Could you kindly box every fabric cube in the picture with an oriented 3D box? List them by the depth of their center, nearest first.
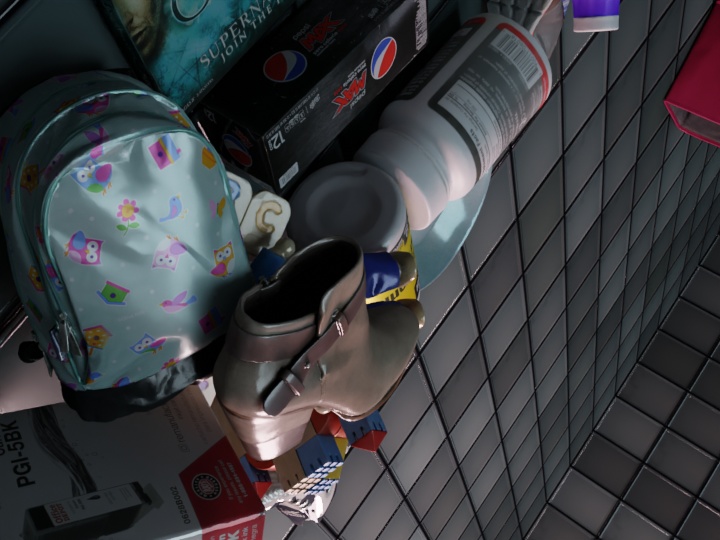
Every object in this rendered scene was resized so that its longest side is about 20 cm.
[{"bbox_3d":[0.702,-0.338,1.713,0.199,0.194,0.203,16,102,-62],"label":"fabric cube"}]

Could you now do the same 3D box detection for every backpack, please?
[{"bbox_3d":[-0.139,-0.021,0.574,0.165,0.126,0.204,-31,129,-28],"label":"backpack"}]

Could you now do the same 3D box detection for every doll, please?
[{"bbox_3d":[-0.039,0.042,0.724,0.197,0.048,0.140,-11,92,-33],"label":"doll"}]

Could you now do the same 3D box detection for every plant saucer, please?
[{"bbox_3d":[0.078,-0.072,1.041,0.201,0.038,0.203,-43,150,-32],"label":"plant saucer"}]

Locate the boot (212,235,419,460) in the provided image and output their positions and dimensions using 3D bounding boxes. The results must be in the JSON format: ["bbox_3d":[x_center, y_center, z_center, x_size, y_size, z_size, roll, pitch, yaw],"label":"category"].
[{"bbox_3d":[-0.017,0.037,0.620,0.199,0.070,0.148,-39,151,-38],"label":"boot"}]

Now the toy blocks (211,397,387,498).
[{"bbox_3d":[-0.054,0.129,0.813,0.199,0.138,0.099,-38,151,21],"label":"toy blocks"}]

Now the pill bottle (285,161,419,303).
[{"bbox_3d":[0.000,0.000,0.891,0.112,0.110,0.201,-49,153,-20],"label":"pill bottle"}]

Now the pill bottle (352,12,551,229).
[{"bbox_3d":[0.088,-0.142,0.899,0.201,0.113,0.115,-48,152,-21],"label":"pill bottle"}]

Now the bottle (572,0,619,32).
[{"bbox_3d":[0.238,-0.347,0.941,0.083,0.064,0.205,-26,116,-56],"label":"bottle"}]

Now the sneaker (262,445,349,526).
[{"bbox_3d":[-0.080,0.246,1.032,0.199,0.078,0.132,-38,140,-56],"label":"sneaker"}]

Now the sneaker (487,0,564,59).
[{"bbox_3d":[0.177,-0.272,0.970,0.081,0.076,0.203,-34,146,-40],"label":"sneaker"}]

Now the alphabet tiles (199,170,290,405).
[{"bbox_3d":[-0.130,0.021,0.693,0.198,0.014,0.199,24,90,-40],"label":"alphabet tiles"}]

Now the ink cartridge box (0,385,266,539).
[{"bbox_3d":[-0.181,0.162,0.618,0.196,0.147,0.084,-8,126,-30],"label":"ink cartridge box"}]

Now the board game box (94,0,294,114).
[{"bbox_3d":[-0.085,-0.212,0.613,0.201,0.028,0.136,-52,154,-17],"label":"board game box"}]

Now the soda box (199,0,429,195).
[{"bbox_3d":[-0.030,-0.155,0.721,0.200,0.070,0.064,-48,151,-25],"label":"soda box"}]

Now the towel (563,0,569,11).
[{"bbox_3d":[0.206,-0.323,1.038,0.144,0.024,0.203,-36,147,-43],"label":"towel"}]
